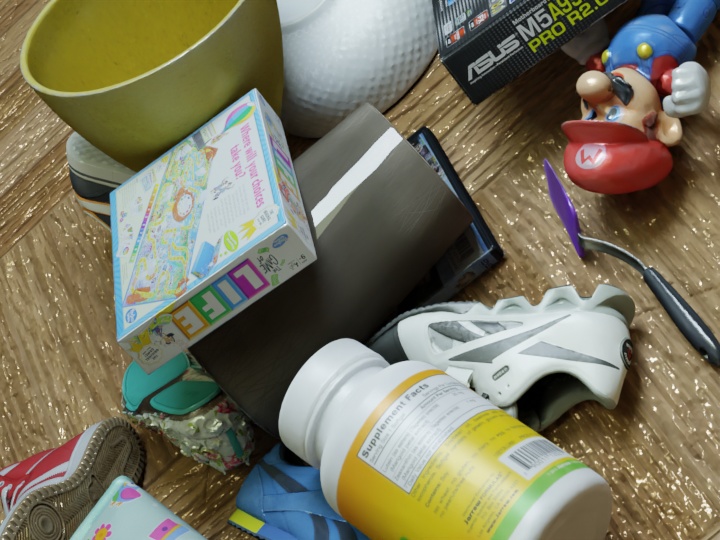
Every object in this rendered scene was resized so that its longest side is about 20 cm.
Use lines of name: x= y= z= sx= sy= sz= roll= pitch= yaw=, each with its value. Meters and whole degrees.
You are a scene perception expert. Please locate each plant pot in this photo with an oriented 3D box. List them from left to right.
plant pot: x=-0.136 y=-0.145 z=1.259 sx=0.198 sy=0.143 sz=0.201 roll=-17 pitch=39 yaw=14

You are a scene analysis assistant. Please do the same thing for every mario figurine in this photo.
mario figurine: x=0.183 y=-0.144 z=1.111 sx=0.105 sy=0.124 sz=0.201 roll=24 pitch=66 yaw=0

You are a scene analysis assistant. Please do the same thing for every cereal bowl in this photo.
cereal bowl: x=-0.029 y=-0.212 z=1.342 sx=0.199 sy=0.083 sz=0.202 roll=-20 pitch=53 yaw=28

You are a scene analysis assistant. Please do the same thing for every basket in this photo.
basket: x=-0.029 y=-0.008 z=1.155 sx=0.200 sy=0.136 sz=0.180 roll=-43 pitch=27 yaw=2

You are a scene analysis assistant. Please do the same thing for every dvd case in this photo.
dvd case: x=0.000 y=0.000 z=1.230 sx=0.199 sy=0.018 sz=0.143 roll=-39 pitch=46 yaw=13

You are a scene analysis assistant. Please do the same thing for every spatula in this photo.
spatula: x=0.173 y=-0.004 z=1.084 sx=0.020 sy=0.057 sz=0.200 roll=-33 pitch=51 yaw=-11

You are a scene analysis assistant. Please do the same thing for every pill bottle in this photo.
pill bottle: x=0.046 y=0.125 z=1.023 sx=0.199 sy=0.111 sz=0.112 roll=32 pitch=84 yaw=31

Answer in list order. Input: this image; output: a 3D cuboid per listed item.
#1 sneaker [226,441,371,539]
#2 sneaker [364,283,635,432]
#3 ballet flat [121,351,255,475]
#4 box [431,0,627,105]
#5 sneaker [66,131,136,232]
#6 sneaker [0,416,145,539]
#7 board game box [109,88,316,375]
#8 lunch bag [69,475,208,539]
sneaker: x=-0.005 y=0.166 z=1.096 sx=0.199 sy=0.066 sz=0.079 roll=18 pitch=75 yaw=43
sneaker: x=0.081 y=0.070 z=1.084 sx=0.198 sy=0.074 sz=0.089 roll=-14 pitch=54 yaw=31
ballet flat: x=-0.128 y=0.106 z=1.220 sx=0.075 sy=0.064 sz=0.200 roll=-33 pitch=17 yaw=-12
box: x=0.127 y=-0.216 z=1.198 sx=0.160 sy=0.044 sz=0.201 roll=-34 pitch=24 yaw=17
sneaker: x=-0.143 y=-0.055 z=1.342 sx=0.198 sy=0.080 sz=0.079 roll=20 pitch=45 yaw=19
sneaker: x=-0.242 y=0.188 z=1.221 sx=0.112 sy=0.072 sz=0.200 roll=-26 pitch=13 yaw=26
board game box: x=-0.104 y=-0.031 z=1.111 sx=0.134 sy=0.034 sz=0.201 roll=-34 pitch=30 yaw=11
lunch bag: x=-0.148 y=0.270 z=1.103 sx=0.170 sy=0.122 sz=0.201 roll=27 pitch=75 yaw=42
